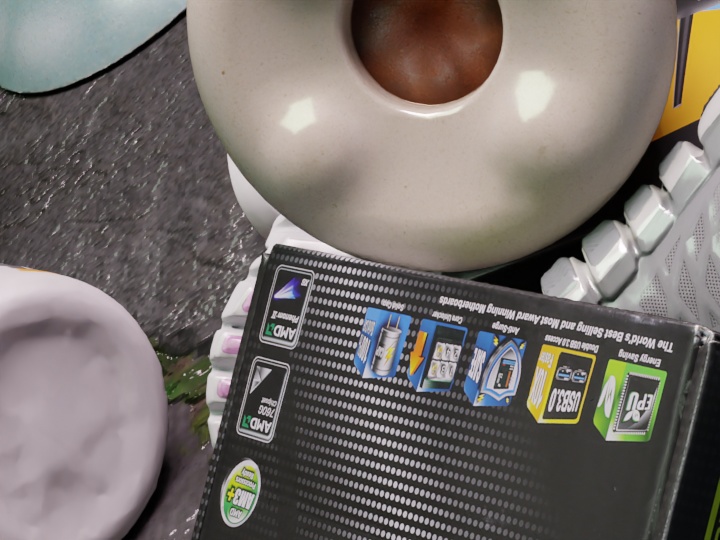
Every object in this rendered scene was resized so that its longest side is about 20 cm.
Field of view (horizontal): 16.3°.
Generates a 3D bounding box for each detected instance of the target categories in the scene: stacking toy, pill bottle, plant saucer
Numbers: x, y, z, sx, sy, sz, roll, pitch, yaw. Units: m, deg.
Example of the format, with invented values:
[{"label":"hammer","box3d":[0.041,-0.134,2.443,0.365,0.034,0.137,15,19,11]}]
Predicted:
[{"label":"stacking toy","box3d":[0.040,-0.089,0.803,0.146,0.146,0.200,-30,4,20]},{"label":"pill bottle","box3d":[-0.171,0.050,0.977,0.200,0.116,0.117,7,56,54]},{"label":"plant saucer","box3d":[-0.124,-0.177,1.281,0.201,0.039,0.201,-30,32,21]}]

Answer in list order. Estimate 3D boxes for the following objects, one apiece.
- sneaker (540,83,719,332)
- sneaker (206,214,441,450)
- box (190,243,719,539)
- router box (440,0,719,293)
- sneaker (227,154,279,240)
[{"label":"sneaker","box3d":[0.107,0.031,0.703,0.200,0.075,0.116,-56,41,18]},{"label":"sneaker","box3d":[0.000,0.000,0.888,0.080,0.089,0.201,5,70,10]},{"label":"box","box3d":[0.019,0.100,0.688,0.200,0.047,0.194,12,85,54]},{"label":"router box","box3d":[0.129,-0.063,0.830,0.200,0.051,0.149,-22,38,31]},{"label":"sneaker","box3d":[0.018,-0.096,0.981,0.085,0.073,0.200,-10,42,47]}]
